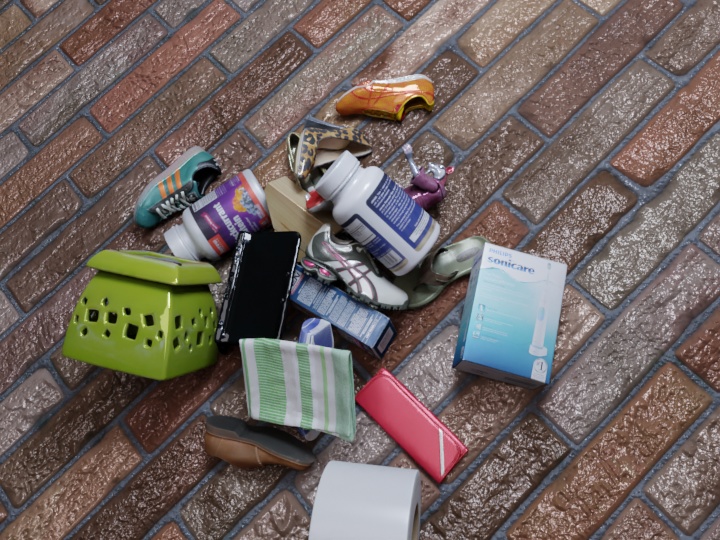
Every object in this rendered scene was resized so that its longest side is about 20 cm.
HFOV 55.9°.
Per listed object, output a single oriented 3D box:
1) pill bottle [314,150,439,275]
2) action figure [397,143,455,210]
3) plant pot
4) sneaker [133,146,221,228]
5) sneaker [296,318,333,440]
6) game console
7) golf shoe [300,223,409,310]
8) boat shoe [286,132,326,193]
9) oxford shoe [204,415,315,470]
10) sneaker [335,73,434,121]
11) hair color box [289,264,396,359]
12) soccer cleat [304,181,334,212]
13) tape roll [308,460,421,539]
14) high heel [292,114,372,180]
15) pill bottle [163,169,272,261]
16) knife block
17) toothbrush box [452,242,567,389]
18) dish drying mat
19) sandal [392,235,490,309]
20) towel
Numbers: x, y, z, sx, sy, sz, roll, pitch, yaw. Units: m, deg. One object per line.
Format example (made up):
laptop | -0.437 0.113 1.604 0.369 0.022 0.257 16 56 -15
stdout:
pill bottle | 0.025 -0.096 1.099 0.199 0.111 0.112 41 79 -12
action figure | 0.092 -0.119 1.200 0.199 0.134 0.150 -35 69 -1
plant pot | -0.355 0.065 1.153 0.196 0.199 0.185 11 93 13
sneaker | -0.356 -0.152 1.326 0.080 0.072 0.201 36 78 24
sneaker | -0.115 0.176 1.132 0.113 0.080 0.203 15 108 25
game console | -0.177 0.044 1.184 0.114 0.176 0.203 12 71 -4
golf shoe | 0.000 0.000 1.129 0.198 0.077 0.089 27 100 -1
boat shoe | -0.091 -0.171 1.289 0.072 0.063 0.203 -23 68 1
oxford shoe | -0.170 0.305 1.141 0.197 0.071 0.073 13 101 14
sneaker | 0.047 -0.327 1.319 0.196 0.073 0.079 -9 79 10
hair color box | -0.039 0.072 1.172 0.198 0.100 0.061 30 79 19
soccer cleat | -0.035 -0.131 1.206 0.068 0.200 0.086 -19 106 26
tape roll | 0.012 0.390 0.993 0.136 0.203 0.206 3 70 10
high heel | -0.048 -0.212 1.249 0.140 0.072 0.202 18 41 -8
pill bottle | -0.261 -0.090 1.264 0.198 0.112 0.112 -34 68 -3
knife block | -0.065 -0.075 1.204 0.173 0.064 0.204 -7 104 25
toothbrush box | 0.244 0.075 1.112 0.144 0.085 0.203 14 74 -1
dish drying mat | 0.083 0.254 1.128 0.200 0.018 0.077 42 83 21
sandal | 0.140 -0.007 1.191 0.199 0.057 0.080 -32 68 -3
towel | -0.100 0.184 1.067 0.197 0.023 0.155 6 111 26
